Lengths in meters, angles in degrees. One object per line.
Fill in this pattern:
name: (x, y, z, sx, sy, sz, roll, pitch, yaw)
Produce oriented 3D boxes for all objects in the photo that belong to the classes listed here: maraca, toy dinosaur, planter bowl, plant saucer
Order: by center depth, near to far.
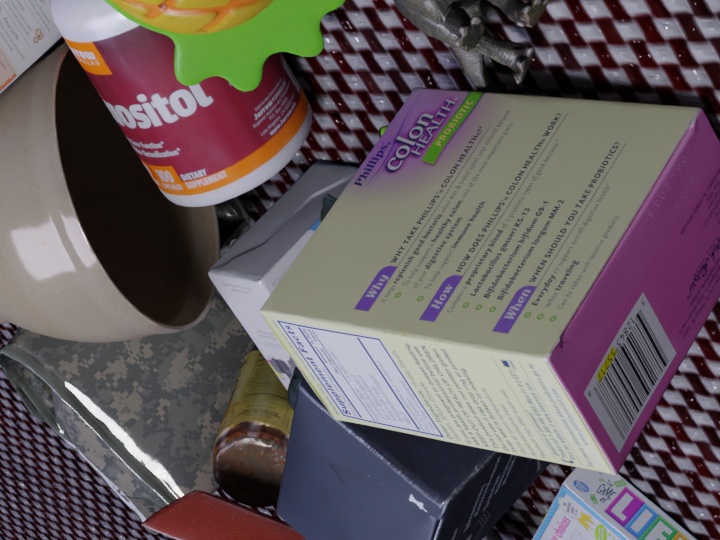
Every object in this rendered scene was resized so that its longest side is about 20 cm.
toy dinosaur: (0.046, -0.153, 1.300, 0.102, 0.077, 0.200, 36, -173, 25)
maraca: (-0.090, -0.186, 1.390, 0.200, 0.137, 0.107, 56, -166, -38)
planter bowl: (-0.198, -0.040, 1.571, 0.134, 0.201, 0.201, -17, 123, 22)
plant saucer: (-0.033, 0.195, 1.625, 0.199, 0.037, 0.200, 20, 175, 9)

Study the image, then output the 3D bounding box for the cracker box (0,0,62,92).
cracker box: (-0.245, -0.169, 1.561, 0.134, 0.200, 0.058, 11, 141, 51)

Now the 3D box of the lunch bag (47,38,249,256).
lunch bag: (-0.183, -0.049, 1.746, 0.200, 0.118, 0.164, 39, 154, -4)

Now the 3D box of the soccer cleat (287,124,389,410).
soccer cleat: (0.000, 0.000, 1.511, 0.081, 0.067, 0.200, 38, 112, 16)

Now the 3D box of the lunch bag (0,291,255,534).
lunch bag: (-0.163, 0.077, 1.869, 0.200, 0.164, 0.118, 47, 159, -5)

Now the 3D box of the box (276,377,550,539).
box: (0.059, 0.080, 1.479, 0.117, 0.200, 0.197, 38, 155, 13)

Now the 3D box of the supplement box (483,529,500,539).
supplement box: (0.020, 0.170, 1.760, 0.200, 0.101, 0.103, 54, -176, -18)

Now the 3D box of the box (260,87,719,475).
box: (0.081, 0.000, 1.305, 0.199, 0.176, 0.097, 8, 144, 40)

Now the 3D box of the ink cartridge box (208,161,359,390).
ink cartridge box: (0.002, 0.041, 1.611, 0.068, 0.115, 0.200, 9, 139, 53)

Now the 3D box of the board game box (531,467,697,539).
board game box: (0.183, 0.217, 1.704, 0.134, 0.034, 0.200, 40, 156, 11)

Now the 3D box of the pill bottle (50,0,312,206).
pill bottle: (-0.121, -0.147, 1.506, 0.113, 0.113, 0.200, 12, 140, 51)

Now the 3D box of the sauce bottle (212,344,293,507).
sauce bottle: (-0.055, 0.083, 1.687, 0.066, 0.200, 0.066, 5, 121, 8)
